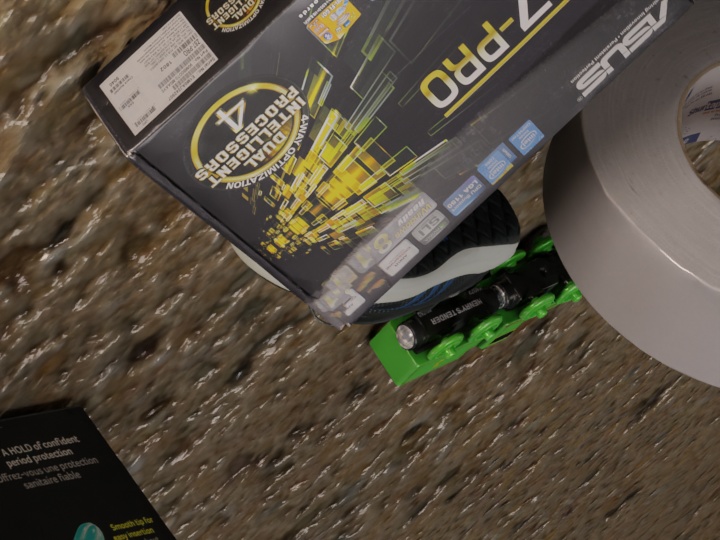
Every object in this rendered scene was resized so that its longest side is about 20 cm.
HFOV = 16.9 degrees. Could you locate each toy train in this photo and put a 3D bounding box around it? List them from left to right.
[{"bbox_3d":[0.086,0.013,1.314,0.200,0.042,0.056,-22,163,-40],"label":"toy train"}]

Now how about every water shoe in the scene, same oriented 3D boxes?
[{"bbox_3d":[0.000,0.000,1.093,0.079,0.072,0.200,-46,158,28],"label":"water shoe"}]

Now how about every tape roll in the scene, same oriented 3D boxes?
[{"bbox_3d":[0.190,-0.041,1.152,0.200,0.200,0.066,-28,155,-30],"label":"tape roll"}]

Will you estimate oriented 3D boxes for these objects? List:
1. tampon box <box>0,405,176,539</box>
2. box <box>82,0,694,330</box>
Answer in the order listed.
[{"bbox_3d":[-0.144,0.179,1.023,0.150,0.200,0.126,-7,142,-54],"label":"tampon box"},{"bbox_3d":[0.016,-0.087,0.920,0.200,0.049,0.161,-42,143,5],"label":"box"}]
